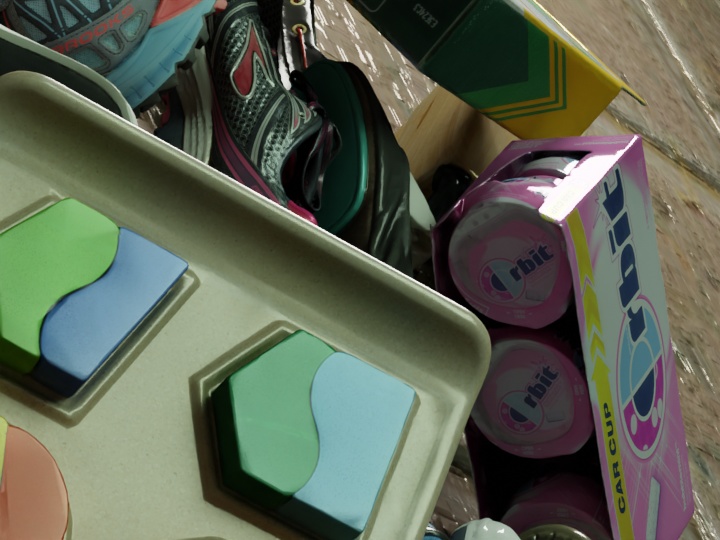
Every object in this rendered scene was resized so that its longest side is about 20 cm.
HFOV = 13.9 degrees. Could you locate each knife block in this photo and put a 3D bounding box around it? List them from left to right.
[{"bbox_3d":[0.058,-0.038,1.408,0.064,0.200,0.175,46,-11,-15],"label":"knife block"}]

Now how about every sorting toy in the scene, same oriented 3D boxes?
[{"bbox_3d":[-0.067,0.060,0.878,0.185,0.036,0.201,29,65,-11],"label":"sorting toy"}]

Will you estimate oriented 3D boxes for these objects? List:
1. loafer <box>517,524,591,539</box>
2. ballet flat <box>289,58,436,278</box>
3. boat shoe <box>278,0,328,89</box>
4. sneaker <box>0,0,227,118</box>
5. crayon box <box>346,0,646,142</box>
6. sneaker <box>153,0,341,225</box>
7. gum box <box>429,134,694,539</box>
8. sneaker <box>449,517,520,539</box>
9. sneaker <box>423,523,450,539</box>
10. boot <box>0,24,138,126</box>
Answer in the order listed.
[{"bbox_3d":[0.122,0.197,1.233,0.067,0.076,0.201,-2,68,-67],"label":"loafer"},{"bbox_3d":[0.000,0.000,1.281,0.068,0.068,0.201,31,42,-35],"label":"ballet flat"},{"bbox_3d":[-0.028,-0.072,1.399,0.202,0.063,0.074,-109,-170,-46],"label":"boat shoe"},{"bbox_3d":[-0.085,-0.162,1.224,0.095,0.079,0.201,36,65,-24],"label":"sneaker"},{"bbox_3d":[0.042,-0.121,1.349,0.126,0.052,0.200,46,10,27],"label":"crayon box"},{"bbox_3d":[-0.045,-0.067,1.273,0.081,0.074,0.201,62,24,-52],"label":"sneaker"},{"bbox_3d":[0.092,0.042,1.311,0.114,0.066,0.201,-45,129,-59],"label":"gum box"},{"bbox_3d":[0.120,0.174,1.157,0.200,0.129,0.079,69,15,15],"label":"sneaker"},{"bbox_3d":[0.004,0.103,1.108,0.072,0.072,0.200,38,21,-31],"label":"sneaker"},{"bbox_3d":[-0.167,-0.068,1.112,0.200,0.073,0.144,34,-12,8],"label":"boot"}]
